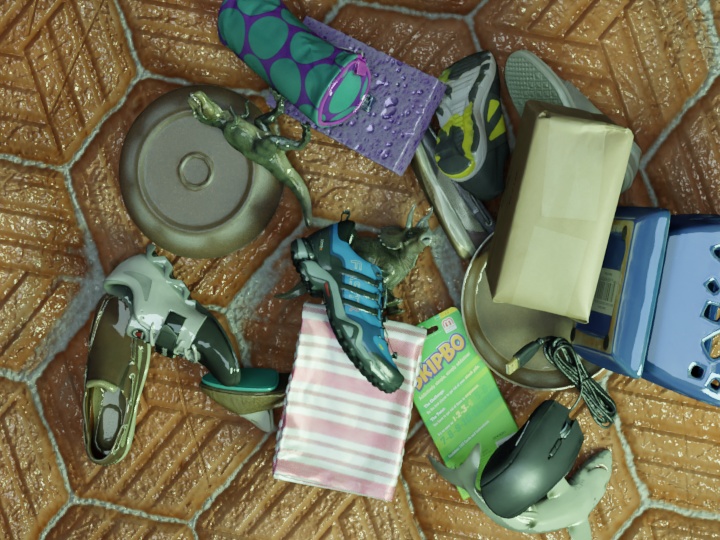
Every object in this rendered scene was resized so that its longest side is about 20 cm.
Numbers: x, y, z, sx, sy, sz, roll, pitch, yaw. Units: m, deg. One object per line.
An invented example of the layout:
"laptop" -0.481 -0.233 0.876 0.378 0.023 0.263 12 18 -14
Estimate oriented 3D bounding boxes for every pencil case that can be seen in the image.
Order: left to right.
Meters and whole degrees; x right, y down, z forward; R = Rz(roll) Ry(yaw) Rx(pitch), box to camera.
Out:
"pencil case" -0.073 -0.241 1.687 0.200 0.085 0.093 41 94 31

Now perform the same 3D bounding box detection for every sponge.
"sponge" -0.008 -0.197 1.707 0.199 0.030 0.113 30 95 30

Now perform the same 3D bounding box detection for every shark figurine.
"shark figurine" 0.180 0.262 1.712 0.212 0.089 0.130 5 80 -22

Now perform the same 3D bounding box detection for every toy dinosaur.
"toy dinosaur" -0.101 -0.148 1.718 0.200 0.047 0.088 44 108 0
"toy dinosaur" 0.000 0.000 1.743 0.198 0.077 0.104 -12 74 16

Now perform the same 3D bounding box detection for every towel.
"towel" -0.013 0.147 1.706 0.144 0.030 0.203 11 93 -2

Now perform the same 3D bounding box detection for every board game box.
"board game box" 0.114 0.150 1.749 0.095 0.030 0.202 -27 92 4

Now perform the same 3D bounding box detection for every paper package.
"paper package" 0.203 -0.068 1.592 0.102 0.191 0.203 12 101 0

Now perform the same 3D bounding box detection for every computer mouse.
"computer mouse" 0.193 0.163 1.659 0.200 0.046 0.141 -40 101 -24

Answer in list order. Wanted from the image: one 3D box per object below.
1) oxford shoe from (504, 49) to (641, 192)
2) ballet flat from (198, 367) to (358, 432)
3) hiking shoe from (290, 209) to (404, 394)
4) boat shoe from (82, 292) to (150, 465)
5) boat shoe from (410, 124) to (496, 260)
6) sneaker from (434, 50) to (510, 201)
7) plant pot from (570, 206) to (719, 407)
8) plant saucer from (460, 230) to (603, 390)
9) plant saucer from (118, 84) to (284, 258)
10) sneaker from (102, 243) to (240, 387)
"oxford shoe" 0.238 -0.169 1.715 0.200 0.075 0.058 47 53 10
"ballet flat" -0.085 0.146 1.758 0.197 0.068 0.073 -7 109 2
"hiking shoe" 0.002 0.036 1.662 0.086 0.074 0.201 -30 82 -6
"boat shoe" -0.284 0.125 1.764 0.074 0.075 0.205 2 92 6
"boat shoe" 0.096 -0.114 1.724 0.064 0.072 0.202 -25 90 -4
"sneaker" 0.125 -0.157 1.688 0.074 0.202 0.085 -16 134 29
"plant pot" 0.334 0.031 1.617 0.177 0.200 0.203 11 92 -11
"plant saucer" 0.210 0.033 1.721 0.197 0.034 0.203 0 97 -1
"plant saucer" -0.186 -0.114 1.766 0.197 0.037 0.203 0 93 5
"sneaker" -0.216 0.068 1.730 0.088 0.074 0.200 -32 66 -29
